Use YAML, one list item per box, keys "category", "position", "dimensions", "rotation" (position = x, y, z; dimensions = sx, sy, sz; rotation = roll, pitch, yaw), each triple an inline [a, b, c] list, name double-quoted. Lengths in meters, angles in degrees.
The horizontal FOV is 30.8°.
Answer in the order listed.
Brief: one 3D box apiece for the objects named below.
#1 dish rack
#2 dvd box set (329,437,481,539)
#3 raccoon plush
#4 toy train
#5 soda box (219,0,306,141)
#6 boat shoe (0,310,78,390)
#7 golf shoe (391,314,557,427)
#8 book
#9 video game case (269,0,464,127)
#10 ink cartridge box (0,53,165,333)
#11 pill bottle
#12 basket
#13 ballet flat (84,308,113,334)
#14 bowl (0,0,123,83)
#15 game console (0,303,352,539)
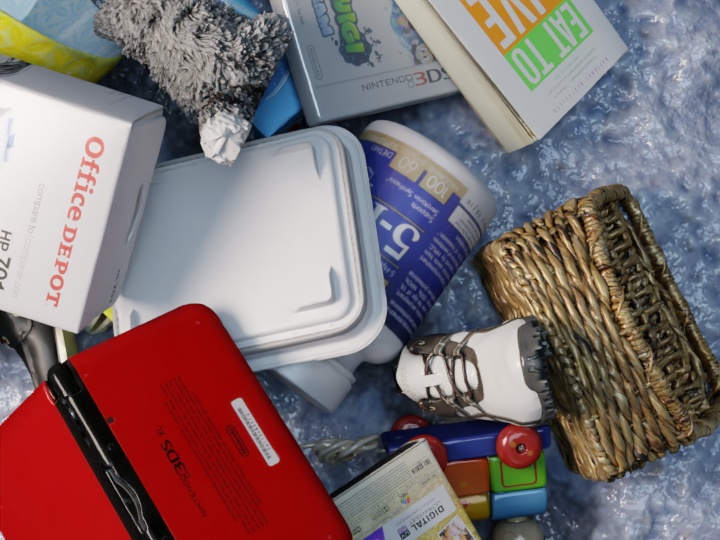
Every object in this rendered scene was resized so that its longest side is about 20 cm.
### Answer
- category: "dish rack"
  position: [-0.090, -0.014, 0.914]
  dimensions: [0.200, 0.044, 0.172]
  rotation: [-12, 72, 12]
- category: "dvd box set"
  position: [0.033, 0.237, 0.890]
  dimensions: [0.146, 0.029, 0.200]
  rotation: [-31, 91, -26]
- category: "raccoon plush"
  position: [-0.124, -0.155, 0.890]
  dimensions: [0.134, 0.200, 0.097]
  rotation: [28, 102, -11]
- category: "toy train"
  position: [0.044, 0.172, 0.980]
  dimensions: [0.200, 0.085, 0.116]
  rotation: [-7, 96, -5]
- category: "soda box"
  position: [-0.116, -0.187, 1.016]
  dimensions: [0.064, 0.068, 0.200]
  rotation: [-42, 87, -8]
- category: "boat shoe"
  position: [-0.248, 0.029, 0.973]
  dimensions: [0.063, 0.074, 0.202]
  rotation: [-14, 83, -9]
- category: "golf shoe"
  position: [0.077, 0.078, 0.926]
  dimensions: [0.094, 0.200, 0.078]
  rotation: [-7, 83, -10]
- category: "book"
  position: [0.107, -0.212, 1.019]
  dimensions: [0.134, 0.048, 0.200]
  rotation: [-44, 102, -24]
- category: "video game case"
  position: [0.010, -0.224, 1.006]
  dimensions: [0.182, 0.024, 0.200]
  rotation: [-17, 91, -32]
- category: "ink cartridge box"
  position: [-0.246, -0.063, 0.845]
  dimensions: [0.200, 0.086, 0.147]
  rotation: [18, 104, 3]
- category: "pill bottle"
  position: [0.000, 0.000, 0.974]
  dimensions: [0.120, 0.120, 0.200]
  rotation: [35, 81, 1]
- category: "basket"
  position: [0.195, 0.039, 0.972]
  dimensions: [0.149, 0.143, 0.200]
  rotation: [-23, 85, -6]
- category: "ballet flat"
  position: [-0.170, 0.037, 0.989]
  dimensions: [0.200, 0.067, 0.067]
  rotation: [44, 111, 1]
- category: "bowl"
  position: [-0.285, -0.177, 0.957]
  dimensions: [0.200, 0.200, 0.108]
  rotation: [40, 105, 2]
- category: "game console"
  position: [-0.133, 0.152, 0.854]
  dimensions: [0.172, 0.119, 0.200]
  rotation: [-26, 74, -28]
